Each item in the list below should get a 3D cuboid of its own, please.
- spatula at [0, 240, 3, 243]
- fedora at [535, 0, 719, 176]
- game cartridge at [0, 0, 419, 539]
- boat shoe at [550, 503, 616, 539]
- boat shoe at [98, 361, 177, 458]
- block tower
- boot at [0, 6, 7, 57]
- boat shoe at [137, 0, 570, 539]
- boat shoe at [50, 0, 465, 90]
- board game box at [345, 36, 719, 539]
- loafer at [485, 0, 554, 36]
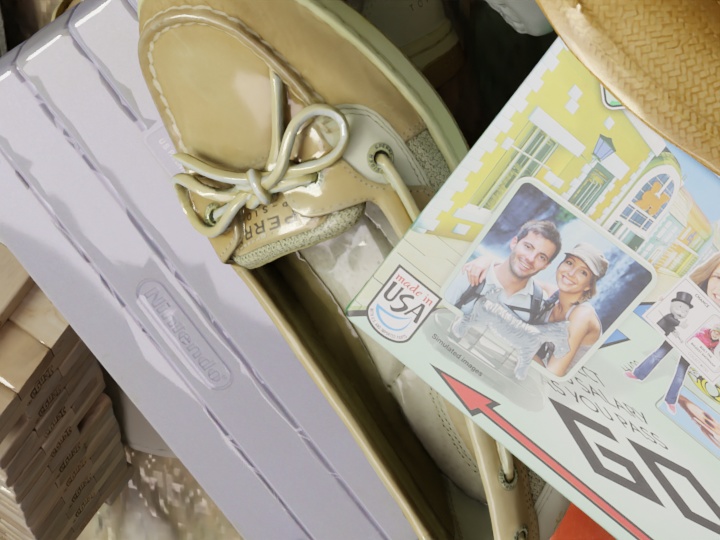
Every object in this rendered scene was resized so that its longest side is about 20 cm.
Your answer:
[{"bbox_3d":[-0.125,0.003,0.865,0.056,0.021,0.200,0,159,-9],"label":"spatula"},{"bbox_3d":[0.118,-0.070,0.541,0.200,0.201,0.082,31,151,4],"label":"fedora"},{"bbox_3d":[-0.025,-0.003,0.751,0.129,0.038,0.200,-32,106,16],"label":"game cartridge"},{"bbox_3d":[0.106,0.063,0.767,0.199,0.063,0.071,-32,83,9],"label":"boat shoe"},{"bbox_3d":[-0.054,0.017,0.871,0.073,0.063,0.200,40,150,-18],"label":"boat shoe"},{"bbox_3d":[-0.124,0.050,0.853,0.054,0.058,0.200,33,164,12],"label":"block tower"},{"bbox_3d":[-0.199,-0.102,0.867,0.181,0.073,0.201,21,133,12],"label":"boot"},{"bbox_3d":[-0.002,0.001,0.689,0.073,0.063,0.201,-16,116,36],"label":"boat shoe"},{"bbox_3d":[-0.066,-0.073,0.810,0.199,0.074,0.067,-13,105,13],"label":"boat shoe"},{"bbox_3d":[0.113,0.021,0.614,0.200,0.029,0.135,39,112,1],"label":"board game box"},{"bbox_3d":[0.033,-0.141,0.653,0.070,0.201,0.075,-37,128,21],"label":"loafer"}]
